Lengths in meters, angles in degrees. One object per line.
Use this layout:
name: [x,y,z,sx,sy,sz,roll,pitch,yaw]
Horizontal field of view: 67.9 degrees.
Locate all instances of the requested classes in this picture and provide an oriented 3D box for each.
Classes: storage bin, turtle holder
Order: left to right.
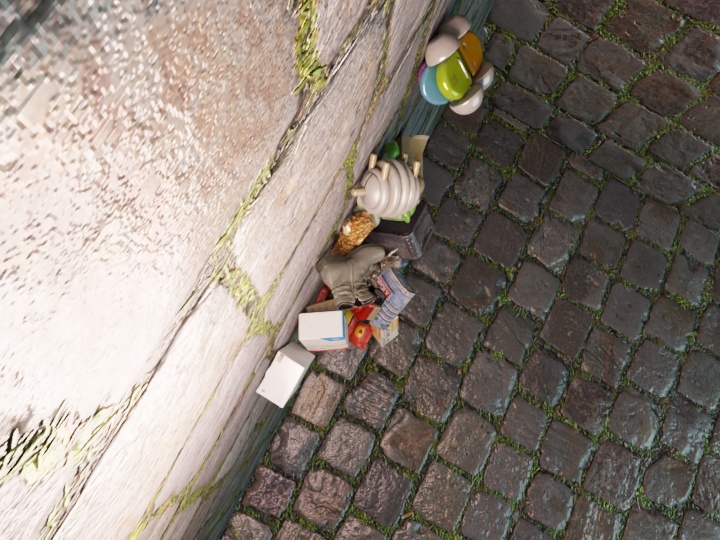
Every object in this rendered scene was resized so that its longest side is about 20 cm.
turtle holder: [0.081,-0.223,1.359,0.139,0.186,0.133,-12,-142,48]
storage bin: [0.090,-0.124,1.468,0.137,0.196,0.095,-60,141,-26]
storage bin: [0.151,-0.276,1.595,0.199,0.090,0.207,83,8,-87]

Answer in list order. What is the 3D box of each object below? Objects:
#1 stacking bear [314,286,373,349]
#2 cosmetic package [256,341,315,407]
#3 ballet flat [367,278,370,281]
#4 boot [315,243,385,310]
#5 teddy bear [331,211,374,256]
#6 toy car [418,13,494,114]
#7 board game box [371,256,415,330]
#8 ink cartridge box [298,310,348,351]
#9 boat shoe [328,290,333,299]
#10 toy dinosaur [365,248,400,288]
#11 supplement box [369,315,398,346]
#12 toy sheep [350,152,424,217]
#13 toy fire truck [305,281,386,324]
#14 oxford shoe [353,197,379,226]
stacking bear: [-0.056,0.159,1.612,0.123,0.196,0.114,-60,178,-20]
cosmetic package: [-0.183,0.255,1.342,0.115,0.080,0.200,-60,179,3]
ballet flat: [0.000,0.000,1.434,0.196,0.068,0.057,-19,174,-33]
boot: [0.000,0.021,1.214,0.196,0.132,0.068,-17,155,-37]
teddy bear: [-0.034,-0.071,1.310,0.146,0.066,0.200,-52,-179,-18]
toy car: [0.201,-0.455,1.218,0.147,0.176,0.203,-10,-140,43]
board game box: [0.062,0.027,1.540,0.061,0.202,0.201,10,126,-46]
ink cartridge box: [-0.091,0.166,1.403,0.201,0.112,0.069,76,9,-70]
boat shoe: [-0.077,0.071,1.715,0.077,0.070,0.202,-60,177,-36]
toy dinosaur: [0.007,-0.007,1.380,0.076,0.195,0.106,6,-84,56]
supplement box: [0.035,0.119,1.672,0.072,0.201,0.127,-31,151,-14]
toy sheep: [0.061,-0.182,1.169,0.195,0.140,0.139,-7,143,-31]
toy fire truck: [-0.057,0.064,1.467,0.197,0.177,0.130,11,124,-47]
oxford shoe: [0.023,-0.159,1.321,0.059,0.074,0.201,-63,174,-16]
